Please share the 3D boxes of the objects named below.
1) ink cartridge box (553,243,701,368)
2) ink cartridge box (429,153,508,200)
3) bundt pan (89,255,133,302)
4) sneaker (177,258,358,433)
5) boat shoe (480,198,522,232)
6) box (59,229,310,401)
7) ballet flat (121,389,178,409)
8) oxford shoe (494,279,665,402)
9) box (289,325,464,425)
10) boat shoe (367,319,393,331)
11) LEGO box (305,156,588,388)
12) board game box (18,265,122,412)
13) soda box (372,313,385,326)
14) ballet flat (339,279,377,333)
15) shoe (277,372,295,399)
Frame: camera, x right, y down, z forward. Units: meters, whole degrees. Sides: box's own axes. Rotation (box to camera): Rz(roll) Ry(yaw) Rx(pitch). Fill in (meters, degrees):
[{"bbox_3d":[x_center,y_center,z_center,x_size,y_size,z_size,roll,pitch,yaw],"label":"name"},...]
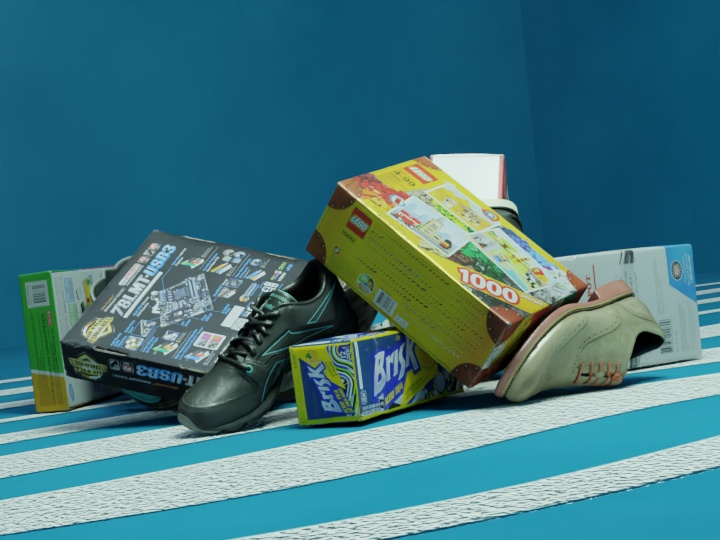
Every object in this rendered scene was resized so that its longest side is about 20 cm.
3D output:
[{"bbox_3d":[0.237,0.040,1.500,0.200,0.116,0.068,-5,0,-34],"label":"ink cartridge box"},{"bbox_3d":[0.118,-0.008,1.627,0.083,0.147,0.200,0,-32,10],"label":"ink cartridge box"},{"bbox_3d":[-0.209,0.067,1.723,0.201,0.076,0.202,10,33,-7],"label":"bundt pan"},{"bbox_3d":[-0.087,0.064,1.328,0.075,0.079,0.200,19,45,39],"label":"sneaker"},{"bbox_3d":[0.059,-0.023,1.481,0.201,0.063,0.074,-6,-40,-1],"label":"boat shoe"},{"bbox_3d":[-0.153,0.046,1.470,0.198,0.050,0.200,9,36,18],"label":"box"},{"bbox_3d":[-0.175,0.113,1.553,0.075,0.068,0.200,22,-13,-40],"label":"ballet flat"},{"bbox_3d":[0.196,0.071,1.330,0.200,0.075,0.071,-29,-27,-39],"label":"oxford shoe"},{"bbox_3d":[0.018,0.087,1.336,0.064,0.070,0.200,-8,-1,28],"label":"box"},{"bbox_3d":[0.028,0.084,1.594,0.199,0.067,0.074,-6,0,6],"label":"boat shoe"},{"bbox_3d":[0.076,-0.003,1.351,0.200,0.077,0.149,40,32,19],"label":"LEGO box"},{"bbox_3d":[-0.318,0.074,1.745,0.040,0.153,0.200,-7,0,14],"label":"board game box"},{"bbox_3d":[0.009,0.081,1.872,0.200,0.068,0.064,-5,0,32],"label":"soda box"},{"bbox_3d":[0.000,0.000,1.566,0.046,0.200,0.067,23,-8,43],"label":"ballet flat"},{"bbox_3d":[0.005,0.101,1.491,0.199,0.053,0.070,-1,-32,21],"label":"shoe"}]
